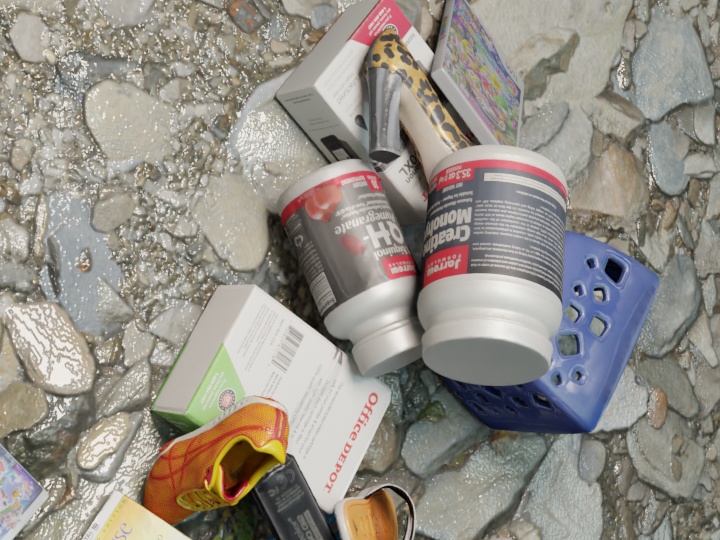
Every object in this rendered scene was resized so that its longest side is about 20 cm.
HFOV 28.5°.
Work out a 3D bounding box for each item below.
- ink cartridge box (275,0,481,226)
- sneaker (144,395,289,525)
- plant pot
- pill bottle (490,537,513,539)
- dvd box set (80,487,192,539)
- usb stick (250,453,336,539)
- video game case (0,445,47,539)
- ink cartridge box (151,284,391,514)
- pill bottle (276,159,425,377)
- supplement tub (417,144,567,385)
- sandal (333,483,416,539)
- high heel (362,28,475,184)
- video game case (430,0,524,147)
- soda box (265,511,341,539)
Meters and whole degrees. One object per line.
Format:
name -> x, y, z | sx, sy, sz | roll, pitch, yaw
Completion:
ink cartridge box -> 0.029, -0.166, 1.507 | 0.200, 0.083, 0.146 | 48, 63, -24
sneaker -> -0.142, 0.189, 1.312 | 0.072, 0.200, 0.078 | 30, 39, -24
plant pot -> 0.174, 0.045, 1.538 | 0.179, 0.199, 0.202 | 38, 68, -22
pill bottle -> 0.205, 0.392, 1.591 | 0.199, 0.112, 0.114 | 37, 68, -28
dvd box set -> -0.186, 0.318, 1.313 | 0.199, 0.029, 0.147 | 34, 68, 1
usb stick -> -0.050, 0.267, 1.376 | 0.055, 0.033, 0.202 | -32, 111, -18
video game case -> -0.385, 0.183, 1.231 | 0.201, 0.018, 0.144 | 51, 61, -23
ink cartridge box -> -0.085, 0.129, 1.414 | 0.199, 0.084, 0.147 | 39, 68, -28
pill bottle -> 0.000, 0.000, 1.425 | 0.110, 0.111, 0.202 | -14, 73, -34
supplement tub -> 0.127, -0.005, 1.368 | 0.139, 0.140, 0.203 | 23, 61, -32
sandal -> 0.027, 0.257, 1.436 | 0.207, 0.058, 0.080 | 21, 53, -76
high heel -> 0.083, -0.162, 1.461 | 0.198, 0.071, 0.145 | 17, 65, -41
video game case -> 0.132, -0.210, 1.556 | 0.144, 0.018, 0.201 | 50, 28, -23
soda box -> -0.091, 0.319, 1.412 | 0.199, 0.067, 0.065 | -36, 108, -31
